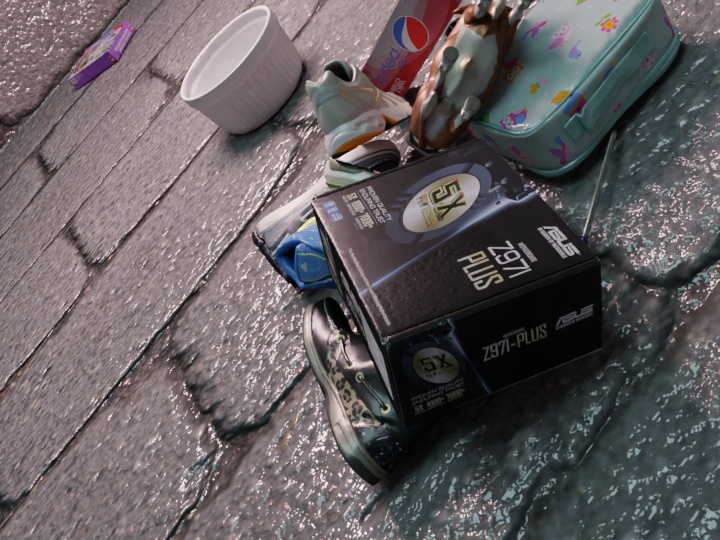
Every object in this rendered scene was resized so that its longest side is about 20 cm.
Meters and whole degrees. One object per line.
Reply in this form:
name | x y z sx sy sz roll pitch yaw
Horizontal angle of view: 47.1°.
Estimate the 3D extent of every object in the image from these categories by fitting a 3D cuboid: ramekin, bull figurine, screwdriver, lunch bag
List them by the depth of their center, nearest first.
screwdriver | 0.189 -0.041 0.698 0.029 0.028 0.202 8 62 18
bull figurine | 0.106 -0.207 0.775 0.121 0.064 0.202 127 166 -81
lunch bag | 0.197 -0.183 0.794 0.201 0.077 0.160 -49 35 -2
ramekin | -0.186 -0.318 1.340 0.199 0.105 0.202 -30 38 26

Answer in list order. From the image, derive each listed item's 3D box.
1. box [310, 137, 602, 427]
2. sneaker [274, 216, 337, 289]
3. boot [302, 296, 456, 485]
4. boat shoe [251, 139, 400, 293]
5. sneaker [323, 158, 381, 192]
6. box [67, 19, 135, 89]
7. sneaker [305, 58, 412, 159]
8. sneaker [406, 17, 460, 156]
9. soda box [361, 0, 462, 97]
box | 0.067 -0.001 0.644 0.162 0.087 0.201 -19 38 -7
sneaker | 0.000 0.000 0.781 0.198 0.077 0.104 13 26 39
boot | 0.034 0.069 0.730 0.153 0.073 0.205 -36 40 12
boat shoe | -0.022 -0.057 0.937 0.199 0.075 0.093 -37 57 6
sneaker | 0.034 -0.048 0.848 0.199 0.076 0.090 25 103 39
box | -0.717 -0.597 2.287 0.198 0.039 0.138 -19 44 37
sneaker | -0.001 -0.189 0.899 0.075 0.093 0.200 -25 9 20
sneaker | 0.101 -0.212 0.938 0.201 0.073 0.080 -60 5 -36
soda box | 0.058 -0.276 0.976 0.070 0.063 0.200 -63 5 -36
